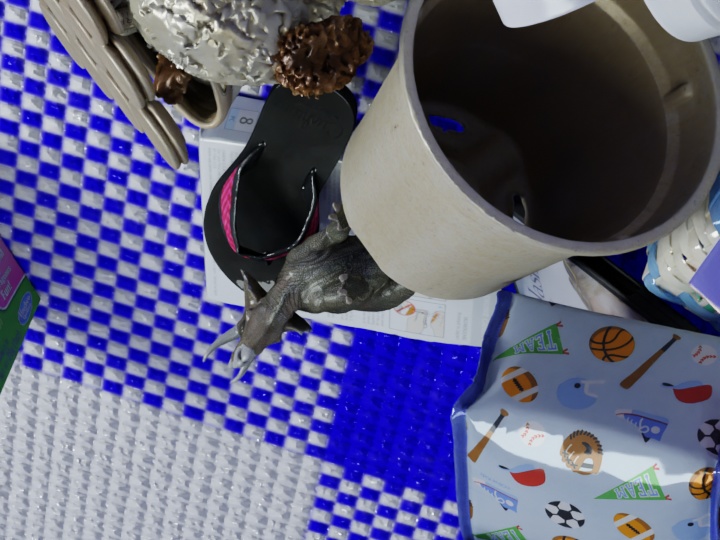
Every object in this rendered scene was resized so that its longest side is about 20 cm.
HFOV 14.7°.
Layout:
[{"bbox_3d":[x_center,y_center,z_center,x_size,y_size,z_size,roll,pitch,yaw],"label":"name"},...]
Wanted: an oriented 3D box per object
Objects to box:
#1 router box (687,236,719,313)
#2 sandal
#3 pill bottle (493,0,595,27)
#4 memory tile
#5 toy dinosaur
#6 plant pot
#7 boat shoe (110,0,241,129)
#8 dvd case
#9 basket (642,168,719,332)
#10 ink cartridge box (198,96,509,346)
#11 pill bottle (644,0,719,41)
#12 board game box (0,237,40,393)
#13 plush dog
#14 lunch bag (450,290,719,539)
[{"bbox_3d":[0.279,-0.050,1.442,0.049,0.179,0.200,43,110,28],"label":"router box"},{"bbox_3d":[-0.054,-0.045,1.725,0.075,0.045,0.200,18,140,-4],"label":"sandal"},{"bbox_3d":[0.071,-0.231,1.421,0.111,0.111,0.201,-15,108,35],"label":"pill bottle"},{"bbox_3d":[-0.166,-0.150,1.640,0.200,0.017,0.154,47,169,51],"label":"memory tile"},{"bbox_3d":[0.000,0.000,1.727,0.102,0.199,0.077,-29,79,58],"label":"toy dinosaur"},{"bbox_3d":[0.080,-0.074,1.610,0.200,0.201,0.183,29,152,-11],"label":"plant pot"},{"bbox_3d":[-0.128,-0.170,1.663,0.072,0.065,0.200,-8,134,30],"label":"boat shoe"},{"bbox_3d":[0.155,0.039,1.733,0.200,0.018,0.143,41,160,43],"label":"dvd case"},{"bbox_3d":[0.274,-0.030,1.599,0.176,0.139,0.200,32,134,-15],"label":"basket"},{"bbox_3d":[-0.003,-0.031,1.796,0.199,0.047,0.160,9,139,7],"label":"ink cartridge box"},{"bbox_3d":[0.245,-0.189,1.445,0.199,0.114,0.113,-15,130,35],"label":"pill bottle"},{"bbox_3d":[-0.298,0.010,1.877,0.040,0.153,0.200,-5,136,25],"label":"board game box"},{"bbox_3d":[-0.080,-0.155,1.542,0.199,0.172,0.161,28,101,-8],"label":"plush dog"},{"bbox_3d":[0.146,0.130,1.642,0.169,0.124,0.200,15,141,16],"label":"lunch bag"}]
